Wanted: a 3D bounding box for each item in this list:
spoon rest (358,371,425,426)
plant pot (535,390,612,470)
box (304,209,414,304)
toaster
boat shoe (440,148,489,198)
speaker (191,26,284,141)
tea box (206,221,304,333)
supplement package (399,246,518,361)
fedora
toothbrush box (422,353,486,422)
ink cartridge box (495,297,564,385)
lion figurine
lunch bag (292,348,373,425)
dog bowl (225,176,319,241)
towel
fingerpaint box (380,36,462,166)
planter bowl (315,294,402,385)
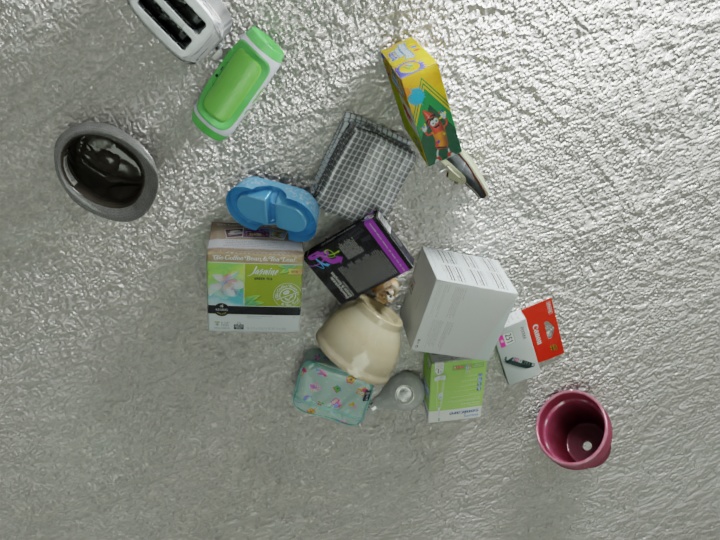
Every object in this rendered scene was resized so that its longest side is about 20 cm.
[{"bbox_3d":[0.074,0.335,1.599,0.197,0.061,0.101,-28,90,5],"label":"spoon rest"},{"bbox_3d":[0.601,0.454,1.691,0.199,0.202,0.179,-36,136,14],"label":"plant pot"},{"bbox_3d":[-0.005,-0.024,1.306,0.198,0.036,0.144,-28,117,24],"label":"box"},{"bbox_3d":[-0.306,-0.441,1.029,0.113,0.130,0.200,-38,119,13],"label":"toaster"},{"bbox_3d":[0.199,-0.219,1.279,0.062,0.072,0.200,-34,118,20],"label":"boat shoe"},{"bbox_3d":[-0.226,-0.339,1.130,0.088,0.089,0.200,33,111,-25],"label":"speaker"},{"bbox_3d":[-0.224,0.015,1.314,0.195,0.134,0.201,1,120,-9],"label":"tea box"},{"bbox_3d":[0.219,0.077,1.414,0.195,0.148,0.194,10,119,-14],"label":"supplement package"},{"bbox_3d":[-0.473,-0.197,1.172,0.197,0.091,0.179,22,114,-13],"label":"fedora"},{"bbox_3d":[0.237,0.282,1.577,0.142,0.087,0.204,-6,121,-6],"label":"toothbrush box"},{"bbox_3d":[0.433,0.185,1.577,0.170,0.044,0.202,-21,122,6],"label":"ink cartridge box"},{"bbox_3d":[0.000,0.000,1.389,0.196,0.073,0.124,19,128,-3],"label":"lion figurine"},{"bbox_3d":[-0.063,0.294,1.519,0.196,0.077,0.163,18,112,-1],"label":"lunch bag"},{"bbox_3d":[-0.173,-0.128,1.245,0.196,0.050,0.113,15,139,9],"label":"dog bowl"},{"bbox_3d":[0.005,-0.195,1.253,0.163,0.086,0.202,21,116,-21],"label":"towel"},{"bbox_3d":[0.110,-0.314,1.130,0.072,0.201,0.169,-21,122,4],"label":"fingerpaint box"},{"bbox_3d":[0.014,0.142,1.402,0.198,0.201,0.136,27,104,-23],"label":"planter bowl"}]
